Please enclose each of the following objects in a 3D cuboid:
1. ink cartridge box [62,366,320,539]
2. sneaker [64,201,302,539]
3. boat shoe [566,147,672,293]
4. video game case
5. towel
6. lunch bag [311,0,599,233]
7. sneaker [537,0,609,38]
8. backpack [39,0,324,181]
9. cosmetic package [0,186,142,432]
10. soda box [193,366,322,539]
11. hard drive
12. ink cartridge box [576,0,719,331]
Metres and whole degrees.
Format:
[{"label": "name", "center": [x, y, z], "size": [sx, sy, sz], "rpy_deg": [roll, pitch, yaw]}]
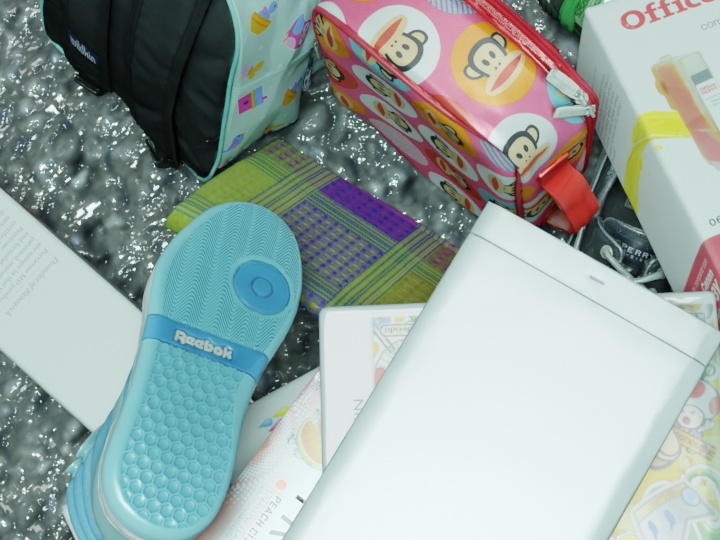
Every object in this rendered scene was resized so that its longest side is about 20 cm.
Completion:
[{"label": "ink cartridge box", "center": [-0.046, 0.154, 0.909], "size": [0.199, 0.084, 0.145], "rpy_deg": [-28, 76, -1]}, {"label": "sneaker", "center": [-0.100, 0.065, 0.840], "size": [0.079, 0.131, 0.201], "rpy_deg": [28, 56, -10]}, {"label": "boat shoe", "center": [0.154, -0.007, 0.929], "size": [0.071, 0.068, 0.201], "rpy_deg": [22, 79, -2]}, {"label": "video game case", "center": [0.080, 0.104, 0.784], "size": [0.199, 0.023, 0.183], "rpy_deg": [-2, 76, 3]}, {"label": "towel", "center": [0.000, 0.000, 0.925], "size": [0.200, 0.144, 0.023], "rpy_deg": [33, 121, 11]}, {"label": "lunch bag", "center": [0.063, -0.089, 0.894], "size": [0.176, 0.200, 0.082], "rpy_deg": [42, 86, 10]}, {"label": "sneaker", "center": [0.204, -0.209, 0.979], "size": [0.085, 0.078, 0.200], "rpy_deg": [44, 94, 7]}, {"label": "backpack", "center": [-0.093, -0.175, 0.931], "size": [0.153, 0.200, 0.176], "rpy_deg": [-38, 74, -20]}, {"label": "cosmetic package", "center": [-0.179, 0.025, 0.945], "size": [0.200, 0.101, 0.071], "rpy_deg": [40, 84, 12]}, {"label": "soda box", "center": [-0.052, 0.150, 0.831], "size": [0.063, 0.068, 0.200], "rpy_deg": [36, 83, 10]}, {"label": "hard drive", "center": [0.067, 0.084, 0.766], "size": [0.132, 0.027, 0.200], "rpy_deg": [30, 81, 11]}, {"label": "ink cartridge box", "center": [0.218, -0.066, 0.859], "size": [0.145, 0.084, 0.201], "rpy_deg": [-20, 65, -6]}]
